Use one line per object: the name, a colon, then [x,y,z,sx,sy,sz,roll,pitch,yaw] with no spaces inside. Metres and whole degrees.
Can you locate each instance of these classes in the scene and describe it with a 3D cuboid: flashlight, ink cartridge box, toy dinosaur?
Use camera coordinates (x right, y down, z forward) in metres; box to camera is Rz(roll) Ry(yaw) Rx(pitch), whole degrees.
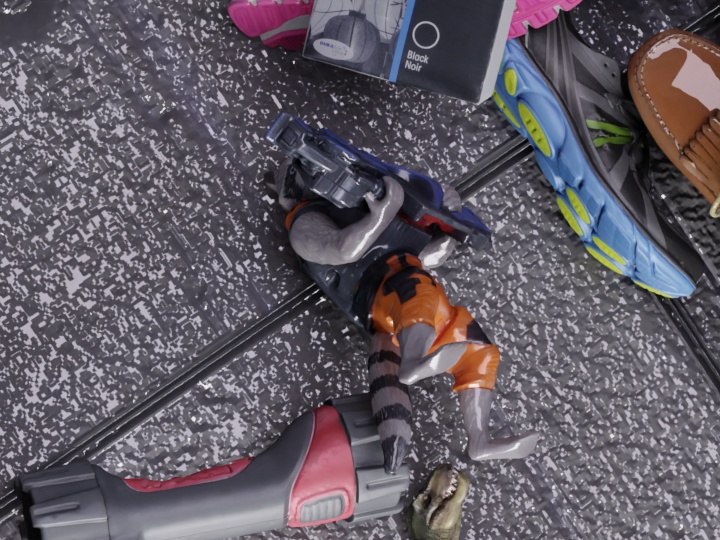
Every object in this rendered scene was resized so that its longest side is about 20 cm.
flashlight: [-0.078,0.110,1.487,0.200,0.068,0.068,-8,89,-15]
ink cartridge box: [0.041,-0.192,1.453,0.099,0.039,0.200,16,104,11]
toy dinosaur: [0.063,0.206,1.525,0.088,0.047,0.200,4,80,-3]

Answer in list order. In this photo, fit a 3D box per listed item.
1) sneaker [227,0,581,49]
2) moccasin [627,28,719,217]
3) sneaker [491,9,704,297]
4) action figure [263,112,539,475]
sneaker: [0.028,-0.175,1.533,0.200,0.081,0.088,-1,72,7]
moccasin: [0.219,-0.046,1.539,0.074,0.078,0.201,-35,93,2]
sneaker: [0.136,-0.076,1.582,0.083,0.071,0.200,-30,88,-14]
action figure: [0.000,0.000,1.481,0.105,0.194,0.200,-44,141,15]
